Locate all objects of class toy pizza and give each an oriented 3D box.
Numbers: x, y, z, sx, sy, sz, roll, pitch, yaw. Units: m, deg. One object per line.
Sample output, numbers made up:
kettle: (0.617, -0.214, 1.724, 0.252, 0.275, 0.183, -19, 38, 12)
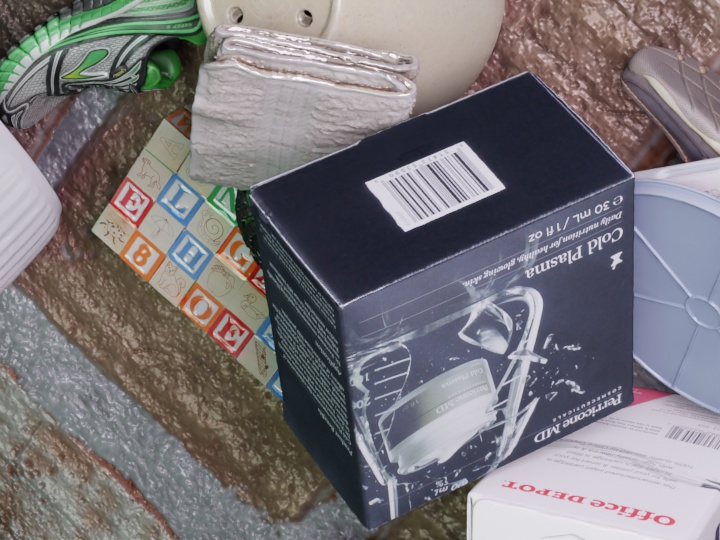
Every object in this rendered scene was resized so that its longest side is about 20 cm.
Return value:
toy pizza: (0.220, 0.016, 1.356, 0.200, 0.032, 0.200, 31, 149, 21)

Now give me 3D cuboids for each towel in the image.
towel: (-0.038, -0.090, 1.365, 0.132, 0.035, 0.200, 10, 158, -2)

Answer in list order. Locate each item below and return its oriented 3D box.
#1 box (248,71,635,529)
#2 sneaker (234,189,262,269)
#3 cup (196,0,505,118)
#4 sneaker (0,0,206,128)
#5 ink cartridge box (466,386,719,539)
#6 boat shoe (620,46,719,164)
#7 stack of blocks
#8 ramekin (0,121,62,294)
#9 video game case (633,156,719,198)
box: (0.053, 0.018, 1.331, 0.124, 0.200, 0.197, 51, 158, 40)
sneaker: (0.000, 0.000, 1.480, 0.200, 0.078, 0.085, 37, 77, 0)
cup: (-0.025, -0.180, 1.400, 0.200, 0.143, 0.201, 5, 101, 25)
sneaker: (-0.181, -0.150, 1.537, 0.200, 0.078, 0.085, -30, 95, 31)
ink cartridge box: (0.170, 0.153, 1.422, 0.144, 0.200, 0.085, 10, 114, 22)
boat shoe: (0.232, -0.055, 1.384, 0.200, 0.074, 0.073, 46, 122, 5)
stack of blocks: (-0.079, -0.012, 1.561, 0.200, 0.059, 0.115, 42, 121, 6)
ramekin: (-0.305, -0.070, 1.574, 0.105, 0.200, 0.200, -42, 88, -11)
video game case: (0.266, 0.011, 1.354, 0.182, 0.023, 0.200, -9, 126, 51)
